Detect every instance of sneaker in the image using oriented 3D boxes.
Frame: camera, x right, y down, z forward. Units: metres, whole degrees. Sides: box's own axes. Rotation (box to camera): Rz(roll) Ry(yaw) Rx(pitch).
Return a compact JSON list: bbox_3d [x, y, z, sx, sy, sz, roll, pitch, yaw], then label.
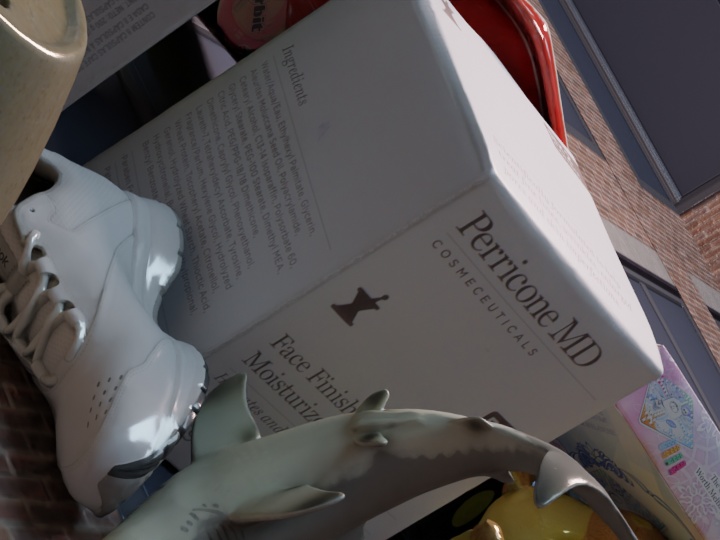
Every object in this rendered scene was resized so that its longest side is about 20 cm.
[{"bbox_3d":[0.051,0.116,1.169,0.079,0.066,0.200,52,11,23],"label":"sneaker"},{"bbox_3d":[-0.116,0.021,0.816,0.087,0.075,0.200,35,18,-30],"label":"sneaker"}]

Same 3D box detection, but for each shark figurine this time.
[{"bbox_3d":[0.007,0.094,0.768,0.128,0.213,0.090,-77,152,-58],"label":"shark figurine"}]

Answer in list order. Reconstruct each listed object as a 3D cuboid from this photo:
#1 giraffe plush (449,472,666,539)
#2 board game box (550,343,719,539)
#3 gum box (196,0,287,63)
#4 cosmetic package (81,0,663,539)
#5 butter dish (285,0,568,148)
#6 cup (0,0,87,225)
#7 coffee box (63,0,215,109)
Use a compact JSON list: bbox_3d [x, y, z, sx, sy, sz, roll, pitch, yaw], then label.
[{"bbox_3d":[0.099,0.173,1.012,0.199,0.173,0.162,26,24,1],"label":"giraffe plush"},{"bbox_3d":[0.151,0.117,1.098,0.200,0.043,0.200,55,-14,-16],"label":"board game box"},{"bbox_3d":[-0.071,-0.178,1.240,0.200,0.066,0.113,49,9,33],"label":"gum box"},{"bbox_3d":[0.000,0.000,0.946,0.165,0.199,0.166,45,20,-41],"label":"cosmetic package"},{"bbox_3d":[0.016,-0.085,1.099,0.200,0.147,0.201,52,-16,42],"label":"butter dish"},{"bbox_3d":[-0.171,-0.071,0.640,0.201,0.143,0.201,52,15,-21],"label":"cup"},{"bbox_3d":[-0.125,-0.217,0.967,0.201,0.199,0.198,55,15,-13],"label":"coffee box"}]
